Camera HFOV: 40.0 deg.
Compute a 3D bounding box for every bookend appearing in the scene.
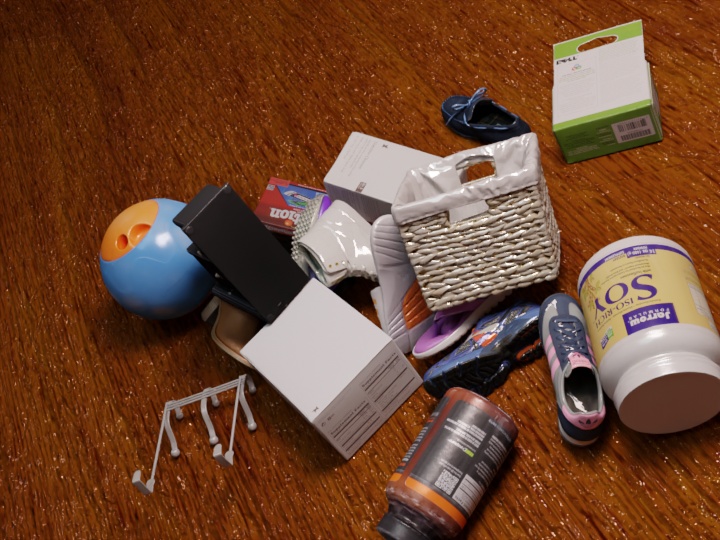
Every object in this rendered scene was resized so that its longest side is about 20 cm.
[{"bbox_3d":[-0.205,-0.039,1.453,0.092,0.200,0.199,-48,32,-15],"label":"bookend"}]

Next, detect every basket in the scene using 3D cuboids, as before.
[{"bbox_3d":[0.164,-0.068,1.338,0.197,0.161,0.200,-16,16,16],"label":"basket"}]

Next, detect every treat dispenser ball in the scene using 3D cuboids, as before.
[{"bbox_3d":[-0.331,-0.019,1.643,0.200,0.201,0.201,-18,46,19],"label":"treat dispenser ball"}]

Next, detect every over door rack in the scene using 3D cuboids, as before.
[{"bbox_3d":[-0.233,0.244,1.439,0.147,0.067,0.200,-21,24,16],"label":"over door rack"}]

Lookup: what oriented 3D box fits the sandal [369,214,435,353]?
[{"bbox_3d":[0.050,0.014,1.389,0.079,0.207,0.059,-21,22,-22],"label":"sandal"}]

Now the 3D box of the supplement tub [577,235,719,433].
[{"bbox_3d":[0.344,0.075,1.168,0.145,0.146,0.201,-20,45,17],"label":"supplement tub"}]

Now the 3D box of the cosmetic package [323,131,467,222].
[{"bbox_3d":[0.057,-0.129,1.539,0.199,0.081,0.113,17,63,23],"label":"cosmetic package"}]

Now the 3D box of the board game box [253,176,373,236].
[{"bbox_3d":[-0.066,-0.089,1.589,0.199,0.019,0.103,14,51,7],"label":"board game box"}]

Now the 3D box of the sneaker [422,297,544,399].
[{"bbox_3d":[0.170,0.105,1.319,0.200,0.075,0.078,-30,34,-4],"label":"sneaker"}]

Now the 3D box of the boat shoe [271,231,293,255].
[{"bbox_3d":[-0.127,-0.056,1.639,0.199,0.073,0.065,-2,37,10],"label":"boat shoe"}]

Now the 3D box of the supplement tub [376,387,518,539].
[{"bbox_3d":[0.101,0.249,1.204,0.107,0.107,0.200,20,66,42],"label":"supplement tub"}]

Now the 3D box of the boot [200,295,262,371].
[{"bbox_3d":[-0.165,0.057,1.549,0.155,0.074,0.200,-47,42,2],"label":"boot"}]

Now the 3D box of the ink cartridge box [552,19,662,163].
[{"bbox_3d":[0.373,-0.275,1.503,0.147,0.076,0.201,-12,47,25],"label":"ink cartridge box"}]

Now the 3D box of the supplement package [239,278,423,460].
[{"bbox_3d":[-0.043,0.134,1.392,0.156,0.111,0.200,-45,44,-9],"label":"supplement package"}]

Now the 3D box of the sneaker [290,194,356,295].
[{"bbox_3d":[-0.052,-0.013,1.521,0.070,0.099,0.201,170,110,-66],"label":"sneaker"}]

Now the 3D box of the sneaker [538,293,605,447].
[{"bbox_3d":[0.264,0.108,1.208,0.070,0.082,0.201,-8,62,0],"label":"sneaker"}]

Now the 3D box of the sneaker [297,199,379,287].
[{"bbox_3d":[0.000,0.000,1.448,0.200,0.074,0.116,39,64,10],"label":"sneaker"}]

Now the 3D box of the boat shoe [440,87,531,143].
[{"bbox_3d":[0.203,-0.255,1.598,0.200,0.069,0.084,27,71,44],"label":"boat shoe"}]

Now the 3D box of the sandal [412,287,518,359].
[{"bbox_3d":[0.143,0.046,1.374,0.202,0.050,0.082,-39,11,-11],"label":"sandal"}]
